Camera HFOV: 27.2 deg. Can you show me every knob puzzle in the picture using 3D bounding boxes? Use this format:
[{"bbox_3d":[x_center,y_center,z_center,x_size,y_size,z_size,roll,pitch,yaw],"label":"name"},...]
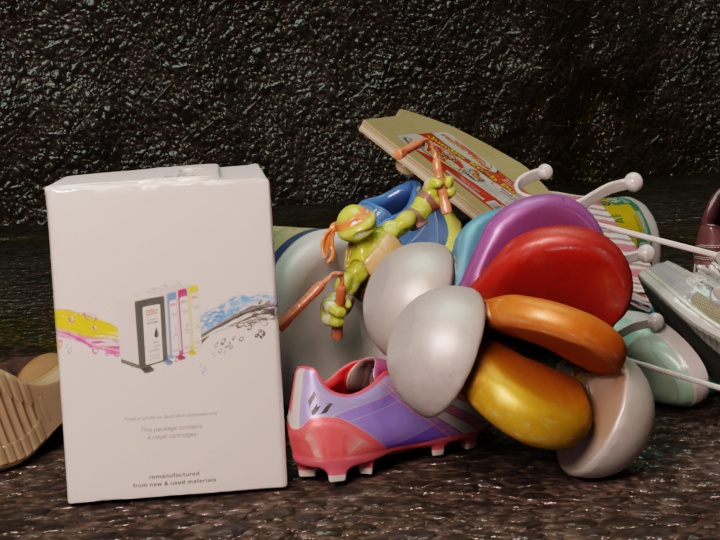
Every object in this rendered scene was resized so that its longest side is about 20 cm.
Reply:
[{"bbox_3d":[0.103,-0.074,1.309,0.218,0.031,0.220,27,21,-11],"label":"knob puzzle"}]

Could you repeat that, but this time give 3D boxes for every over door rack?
[{"bbox_3d":[0.203,0.014,1.032,0.066,0.149,0.199,-40,44,-23],"label":"over door rack"}]

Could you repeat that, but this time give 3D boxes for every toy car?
[{"bbox_3d":[0.107,0.026,0.957,0.173,0.151,0.200,22,14,-17],"label":"toy car"}]

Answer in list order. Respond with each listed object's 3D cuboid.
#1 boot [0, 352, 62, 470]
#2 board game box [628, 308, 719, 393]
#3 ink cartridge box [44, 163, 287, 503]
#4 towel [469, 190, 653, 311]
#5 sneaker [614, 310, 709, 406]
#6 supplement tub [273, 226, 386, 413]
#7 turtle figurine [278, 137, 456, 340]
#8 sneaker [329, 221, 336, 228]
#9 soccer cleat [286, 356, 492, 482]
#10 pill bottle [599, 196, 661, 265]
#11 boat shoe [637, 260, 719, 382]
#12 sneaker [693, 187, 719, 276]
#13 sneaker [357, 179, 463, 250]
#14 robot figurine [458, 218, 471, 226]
[{"bbox_3d":[-0.297,0.110,1.096,0.165,0.073,0.199,-13,2,33],"label":"boot"},{"bbox_3d":[0.319,0.058,1.257,0.197,0.048,0.151,-6,8,-24],"label":"board game box"},{"bbox_3d":[-0.128,0.035,0.995,0.142,0.203,0.147,-3,7,-7],"label":"ink cartridge box"},{"bbox_3d":[0.171,-0.026,1.329,0.144,0.030,0.201,7,24,-14],"label":"towel"},{"bbox_3d":[0.160,0.079,1.140,0.199,0.074,0.118,23,48,38],"label":"sneaker"},{"bbox_3d":[-0.081,0.036,1.188,0.198,0.147,0.143,4,10,45],"label":"supplement tub"},{"bbox_3d":[0.018,0.013,1.098,0.064,0.162,0.201,-2,40,47],"label":"turtle figurine"},{"bbox_3d":[-0.063,0.016,1.432,0.113,0.073,0.201,-7,30,22],"label":"sneaker"},{"bbox_3d":[0.028,0.088,1.014,0.066,0.078,0.199,4,10,44],"label":"soccer cleat"},{"bbox_3d":[0.221,-0.019,1.639,0.197,0.115,0.112,-5,8,-25],"label":"pill bottle"},{"bbox_3d":[0.280,0.044,1.085,0.065,0.075,0.202,-39,35,-9],"label":"boat shoe"},{"bbox_3d":[0.342,-0.021,1.217,0.198,0.117,0.075,-10,10,-41],"label":"sneaker"},{"bbox_3d":[0.000,0.000,1.286,0.200,0.106,0.075,-46,35,-18],"label":"sneaker"},{"bbox_3d":[0.135,0.006,1.410,0.198,0.151,0.125,-9,-34,-38],"label":"robot figurine"}]
